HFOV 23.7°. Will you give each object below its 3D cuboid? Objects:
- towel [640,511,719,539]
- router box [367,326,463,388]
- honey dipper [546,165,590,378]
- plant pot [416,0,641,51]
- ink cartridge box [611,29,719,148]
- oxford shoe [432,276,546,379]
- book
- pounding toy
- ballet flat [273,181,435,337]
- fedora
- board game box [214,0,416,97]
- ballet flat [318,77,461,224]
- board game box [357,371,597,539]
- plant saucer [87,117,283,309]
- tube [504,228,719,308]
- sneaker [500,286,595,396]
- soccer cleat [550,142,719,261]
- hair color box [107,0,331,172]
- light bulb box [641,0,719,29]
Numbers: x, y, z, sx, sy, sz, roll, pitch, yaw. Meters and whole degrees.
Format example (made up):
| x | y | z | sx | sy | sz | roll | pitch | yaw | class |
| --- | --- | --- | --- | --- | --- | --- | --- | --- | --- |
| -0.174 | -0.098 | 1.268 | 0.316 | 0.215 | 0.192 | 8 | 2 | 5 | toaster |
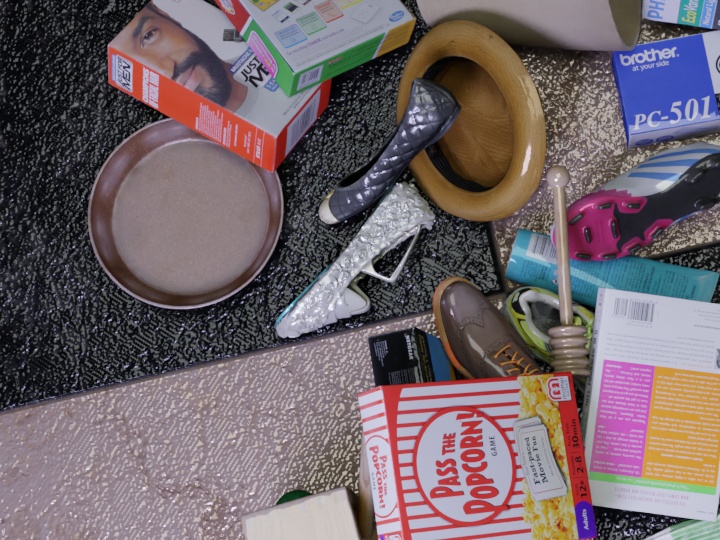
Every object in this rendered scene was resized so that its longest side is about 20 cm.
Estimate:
| x | y | z | sx | sy | sz | roll | pitch | yaw | class |
| --- | --- | --- | --- | --- | --- | --- | --- | --- | --- |
| 0.289 | 0.319 | 1.602 | 0.200 | 0.023 | 0.153 | -21 | 77 | 1 | towel |
| 0.066 | 0.162 | 1.595 | 0.051 | 0.149 | 0.200 | -13 | 77 | 17 | router box |
| 0.190 | 0.000 | 1.596 | 0.038 | 0.038 | 0.200 | -3 | 79 | 6 | honey dipper |
| 0.159 | -0.296 | 1.687 | 0.200 | 0.187 | 0.188 | -5 | 77 | 21 | plant pot |
| 0.355 | -0.187 | 1.695 | 0.200 | 0.044 | 0.094 | -9 | 75 | 5 | ink cartridge box |
| 0.141 | 0.088 | 1.608 | 0.071 | 0.073 | 0.200 | -40 | 103 | -23 | oxford shoe |
| 0.274 | 0.123 | 1.591 | 0.133 | 0.048 | 0.200 | 8 | 91 | -7 | book |
| -0.019 | 0.264 | 1.566 | 0.142 | 0.184 | 0.200 | -16 | 76 | 2 | pounding toy |
| 0.000 | 0.000 | 1.681 | 0.072 | 0.072 | 0.200 | 40 | 86 | 13 | ballet flat |
| 0.123 | -0.147 | 1.674 | 0.200 | 0.082 | 0.201 | 13 | 109 | 44 | fedora |
| -0.063 | -0.285 | 1.727 | 0.153 | 0.040 | 0.200 | -27 | 69 | -25 | board game box |
| 0.020 | -0.116 | 1.671 | 0.057 | 0.066 | 0.200 | 37 | 124 | -13 | ballet flat |
| 0.103 | 0.172 | 1.502 | 0.200 | 0.046 | 0.152 | -3 | 78 | -28 | board game box |
| -0.174 | -0.057 | 1.732 | 0.200 | 0.034 | 0.201 | -1 | 78 | 6 | plant saucer |
| 0.242 | 0.010 | 1.666 | 0.200 | 0.050 | 0.078 | 17 | 85 | 6 | tube |
| 0.222 | 0.081 | 1.635 | 0.200 | 0.076 | 0.075 | 26 | 80 | 10 | sneaker |
| 0.271 | -0.067 | 1.662 | 0.200 | 0.086 | 0.070 | -22 | 113 | -5 | soccer cleat |
| -0.142 | -0.196 | 1.724 | 0.200 | 0.064 | 0.111 | 28 | 57 | 12 | hair color box |
| 0.352 | -0.365 | 1.637 | 0.125 | 0.198 | 0.200 | 11 | 66 | 10 | light bulb box |
